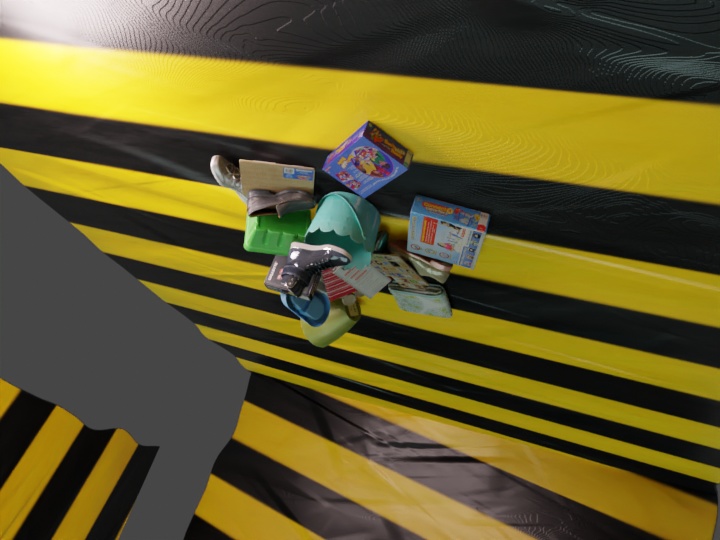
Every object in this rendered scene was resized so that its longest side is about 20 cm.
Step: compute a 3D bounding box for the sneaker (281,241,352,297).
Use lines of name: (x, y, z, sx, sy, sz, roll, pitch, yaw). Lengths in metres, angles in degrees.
sneaker: (-0.123, 0.005, 1.498, 0.198, 0.149, 0.077, 4, 151, 30)

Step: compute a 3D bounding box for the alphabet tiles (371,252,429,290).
alphabet tiles: (0.105, 0.003, 1.641, 0.165, 0.008, 0.199, 7, 154, 47)

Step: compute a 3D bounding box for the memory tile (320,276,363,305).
memory tile: (-0.035, 0.027, 1.841, 0.200, 0.152, 0.017, 48, -171, -44)

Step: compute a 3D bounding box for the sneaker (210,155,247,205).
sneaker: (-0.333, -0.260, 1.567, 0.081, 0.076, 0.199, -16, 144, 30)

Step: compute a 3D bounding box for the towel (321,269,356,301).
towel: (-0.052, 0.008, 1.779, 0.142, 0.023, 0.202, -21, 138, -9)

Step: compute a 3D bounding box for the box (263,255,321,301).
box: (-0.194, -0.019, 1.763, 0.155, 0.204, 0.046, 14, 157, 14)

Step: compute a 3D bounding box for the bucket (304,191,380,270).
bucket: (-0.044, -0.110, 1.541, 0.202, 0.137, 0.208, 16, 155, 8)

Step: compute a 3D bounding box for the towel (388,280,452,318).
towel: (0.202, 0.094, 1.869, 0.196, 0.049, 0.172, 9, 156, 25)

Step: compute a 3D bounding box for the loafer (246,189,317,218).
loafer: (-0.215, -0.174, 1.529, 0.195, 0.074, 0.073, -1, 152, 7)

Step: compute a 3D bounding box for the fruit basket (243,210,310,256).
fruit basket: (-0.243, -0.111, 1.660, 0.210, 0.159, 0.217, 0, 154, 0)

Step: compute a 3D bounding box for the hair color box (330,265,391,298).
hair color box: (0.000, 0.000, 1.736, 0.101, 0.062, 0.199, -40, 136, 13)

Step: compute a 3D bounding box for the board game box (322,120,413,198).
board game box: (0.014, -0.254, 1.315, 0.133, 0.046, 0.199, 31, 153, -21)

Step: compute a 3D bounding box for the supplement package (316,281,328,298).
supplement package: (-0.178, 0.018, 1.921, 0.196, 0.119, 0.117, 24, 154, -8)

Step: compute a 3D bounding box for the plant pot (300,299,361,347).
plant pot: (-0.097, 0.174, 2.138, 0.198, 0.190, 0.186, -25, 132, 37)

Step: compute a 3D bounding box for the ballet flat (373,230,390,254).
ballet flat: (0.049, -0.064, 1.655, 0.074, 0.068, 0.201, 28, 161, 21)

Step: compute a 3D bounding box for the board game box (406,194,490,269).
board game box: (0.223, -0.096, 1.456, 0.191, 0.057, 0.201, 17, 155, 9)

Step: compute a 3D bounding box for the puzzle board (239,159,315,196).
puzzle board: (-0.222, -0.240, 1.504, 0.195, 0.018, 0.152, 5, 151, -6)

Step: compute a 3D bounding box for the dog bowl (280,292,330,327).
dog bowl: (-0.183, 0.102, 1.837, 0.049, 0.113, 0.200, 9, 153, 47)

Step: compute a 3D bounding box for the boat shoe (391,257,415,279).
boat shoe: (0.168, -0.010, 1.669, 0.068, 0.058, 0.198, 35, 152, -29)

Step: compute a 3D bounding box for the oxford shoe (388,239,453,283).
oxford shoe: (0.161, -0.025, 1.584, 0.197, 0.071, 0.075, 27, 124, 20)
